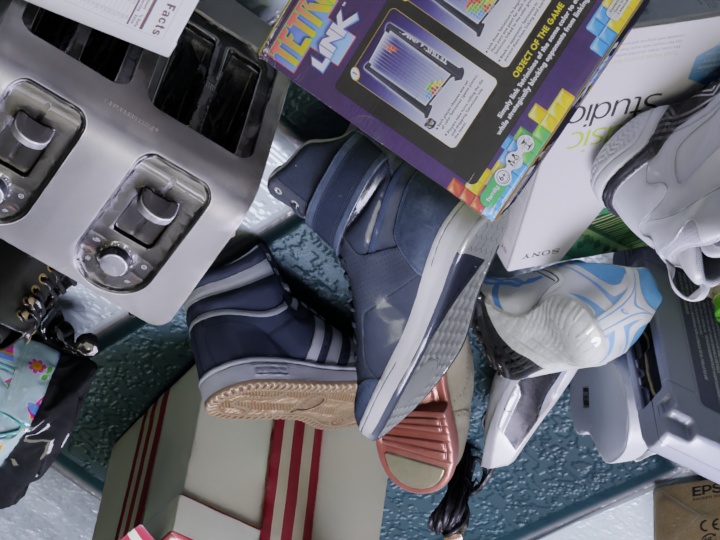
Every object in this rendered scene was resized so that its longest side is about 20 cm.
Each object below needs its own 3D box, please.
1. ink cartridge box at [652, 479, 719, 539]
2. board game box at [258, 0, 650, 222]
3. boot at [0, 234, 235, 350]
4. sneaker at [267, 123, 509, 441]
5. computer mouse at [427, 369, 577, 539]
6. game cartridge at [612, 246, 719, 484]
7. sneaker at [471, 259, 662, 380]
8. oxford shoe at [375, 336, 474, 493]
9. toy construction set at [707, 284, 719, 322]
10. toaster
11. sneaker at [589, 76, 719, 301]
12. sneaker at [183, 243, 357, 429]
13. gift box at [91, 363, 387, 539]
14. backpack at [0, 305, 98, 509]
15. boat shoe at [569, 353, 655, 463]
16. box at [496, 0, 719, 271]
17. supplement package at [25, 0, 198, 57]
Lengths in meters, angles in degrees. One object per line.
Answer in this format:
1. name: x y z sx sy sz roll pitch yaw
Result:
1. ink cartridge box: 0.329 0.222 1.686 0.199 0.075 0.165 -9 136 14
2. board game box: 0.064 -0.155 1.246 0.165 0.057 0.200 36 112 6
3. boot: -0.183 0.001 1.459 0.199 0.139 0.078 0 136 4
4. sneaker: 0.001 -0.001 1.442 0.146 0.077 0.203 34 127 19
5. computer mouse: 0.101 0.097 1.578 0.044 0.110 0.200 31 121 0
6. game cartridge: 0.229 0.066 1.442 0.133 0.200 0.041 23 125 -18
7. sneaker: 0.126 0.028 1.465 0.072 0.200 0.072 -25 99 -22
8. oxford shoe: 0.041 0.044 1.521 0.070 0.074 0.201 7 110 19
9. toy construction set: 0.285 -0.029 1.402 0.131 0.092 0.200 24 124 -15
10. toaster: -0.145 -0.095 1.332 0.180 0.200 0.119 32 128 -15
11. sneaker: 0.234 -0.071 1.306 0.200 0.115 0.075 -39 143 15
12. sneaker: -0.044 0.045 1.553 0.070 0.109 0.200 -34 154 31
13. gift box: -0.090 0.183 1.593 0.184 0.187 0.200 22 140 -17
14. backpack: -0.300 0.079 1.561 0.199 0.127 0.167 26 136 -16
15. boat shoe: 0.185 0.090 1.505 0.068 0.074 0.199 -1 176 -3
16. box: 0.165 -0.087 1.369 0.144 0.036 0.200 -11 142 -21
17. supplement package: -0.169 -0.222 1.246 0.199 0.110 0.114 21 134 -16
